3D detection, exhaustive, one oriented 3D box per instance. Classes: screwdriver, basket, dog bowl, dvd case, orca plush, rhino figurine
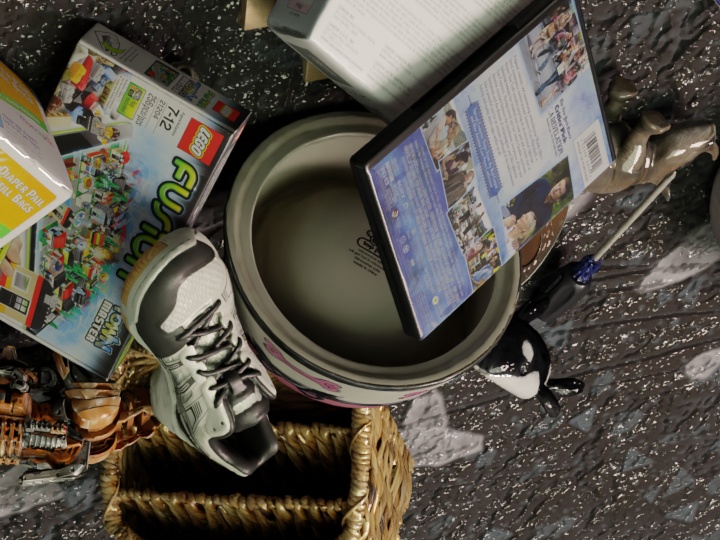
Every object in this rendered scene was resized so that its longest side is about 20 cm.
[{"bbox_3d":[0.175,-0.015,1.609,0.028,0.029,0.200,34,146,-4],"label":"screwdriver"},{"bbox_3d":[-0.080,0.144,1.537,0.199,0.143,0.149,3,146,20],"label":"basket"},{"bbox_3d":[0.000,0.000,1.453,0.199,0.201,0.074,-8,155,-22],"label":"dog bowl"},{"bbox_3d":[0.081,-0.070,1.394,0.200,0.018,0.143,-41,133,-26],"label":"dvd case"},{"bbox_3d":[0.129,0.055,1.645,0.071,0.105,0.200,-54,148,3],"label":"orca plush"},{"bbox_3d":[0.171,-0.087,1.548,0.199,0.060,0.088,2,139,-34],"label":"rhino figurine"}]

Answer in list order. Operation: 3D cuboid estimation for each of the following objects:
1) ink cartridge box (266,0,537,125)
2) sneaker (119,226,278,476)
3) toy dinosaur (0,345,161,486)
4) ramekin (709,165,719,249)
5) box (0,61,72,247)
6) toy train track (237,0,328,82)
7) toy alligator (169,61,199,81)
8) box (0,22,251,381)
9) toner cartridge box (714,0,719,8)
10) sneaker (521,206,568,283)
[{"bbox_3d":[0.050,-0.191,1.359,0.162,0.057,0.201,35,81,-47],"label":"ink cartridge box"},{"bbox_3d":[-0.088,0.052,1.382,0.076,0.088,0.200,-40,150,-18],"label":"sneaker"},{"bbox_3d":[-0.193,0.087,1.473,0.199,0.136,0.102,10,128,-37],"label":"toy dinosaur"},{"bbox_3d":[0.351,-0.051,1.661,0.201,0.094,0.203,-16,140,-14],"label":"ramekin"},{"bbox_3d":[-0.285,-0.047,1.301,0.200,0.102,0.112,-35,141,9],"label":"box"},{"bbox_3d":[0.012,-0.181,1.383,0.199,0.033,0.115,-13,132,-26],"label":"toy train track"},{"bbox_3d":[-0.133,-0.043,1.435,0.054,0.059,0.201,-25,140,-66],"label":"toy alligator"},{"bbox_3d":[-0.158,-0.040,1.376,0.110,0.035,0.200,29,118,0],"label":"box"},{"bbox_3d":[0.306,-0.238,1.438,0.200,0.043,0.095,-38,175,13],"label":"toner cartridge box"},{"bbox_3d":[0.057,-0.008,1.575,0.200,0.085,0.073,-41,135,-17],"label":"sneaker"}]
